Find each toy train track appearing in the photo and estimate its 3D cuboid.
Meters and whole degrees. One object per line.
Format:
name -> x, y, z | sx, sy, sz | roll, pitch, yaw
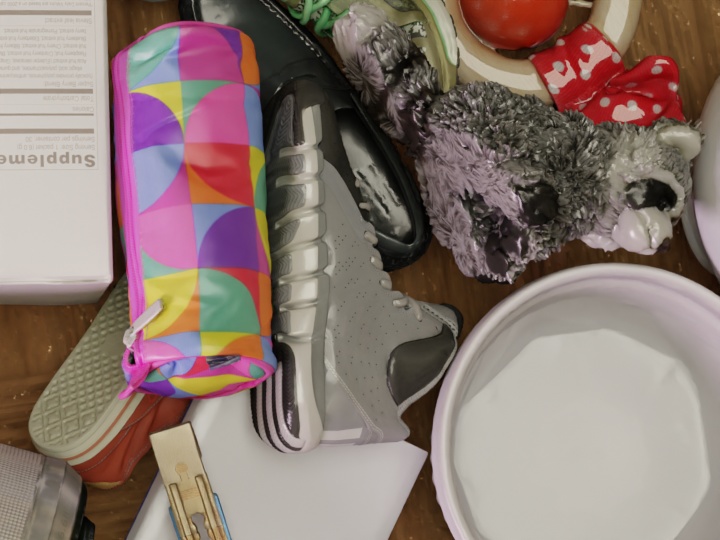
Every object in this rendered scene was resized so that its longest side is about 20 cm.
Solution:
toy train track -> -0.071, 0.177, 1.517 | 0.115, 0.033, 0.200 | -18, 94, 0

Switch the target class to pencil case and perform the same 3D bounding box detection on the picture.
pencil case -> -0.089, -0.029, 1.491 | 0.088, 0.088, 0.200 | -1, 72, -9

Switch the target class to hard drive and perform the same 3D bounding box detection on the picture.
hard drive -> -0.064, 0.162, 1.548 | 0.132, 0.025, 0.200 | 27, 87, -18

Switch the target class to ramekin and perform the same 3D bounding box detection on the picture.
ramekin -> 0.131, 0.100, 1.567 | 0.200, 0.105, 0.200 | 1, 83, -9

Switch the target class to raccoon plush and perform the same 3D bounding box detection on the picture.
raccoon plush -> 0.095, -0.085, 1.520 | 0.134, 0.097, 0.200 | -26, 83, -30

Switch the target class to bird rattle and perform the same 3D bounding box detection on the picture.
bird rattle -> 0.111, -0.148, 1.614 | 0.163, 0.113, 0.200 | 8, 96, 4

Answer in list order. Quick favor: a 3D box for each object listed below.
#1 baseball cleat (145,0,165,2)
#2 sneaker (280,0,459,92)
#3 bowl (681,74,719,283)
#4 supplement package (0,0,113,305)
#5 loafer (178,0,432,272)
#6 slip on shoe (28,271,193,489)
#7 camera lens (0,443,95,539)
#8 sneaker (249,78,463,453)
baseball cleat -> -0.132, -0.249, 1.560 | 0.070, 0.106, 0.200 | -22, 83, -8
sneaker -> -0.018, -0.154, 1.579 | 0.089, 0.077, 0.200 | -22, 80, -29
bowl -> 0.240, -0.046, 1.587 | 0.201, 0.090, 0.201 | 7, 81, -51
supplement package -> -0.196, -0.084, 1.528 | 0.120, 0.121, 0.200 | -1, 85, -9
loafer -> -0.027, -0.087, 1.580 | 0.068, 0.070, 0.201 | -37, 90, -11
slip on shoe -> -0.103, 0.037, 1.564 | 0.074, 0.061, 0.200 | 21, 64, 39
camera lens -> -0.248, 0.155, 1.475 | 0.200, 0.160, 0.160 | 16, 82, -6
sneaker -> 0.000, 0.000, 1.532 | 0.115, 0.075, 0.200 | 4, 84, -26
